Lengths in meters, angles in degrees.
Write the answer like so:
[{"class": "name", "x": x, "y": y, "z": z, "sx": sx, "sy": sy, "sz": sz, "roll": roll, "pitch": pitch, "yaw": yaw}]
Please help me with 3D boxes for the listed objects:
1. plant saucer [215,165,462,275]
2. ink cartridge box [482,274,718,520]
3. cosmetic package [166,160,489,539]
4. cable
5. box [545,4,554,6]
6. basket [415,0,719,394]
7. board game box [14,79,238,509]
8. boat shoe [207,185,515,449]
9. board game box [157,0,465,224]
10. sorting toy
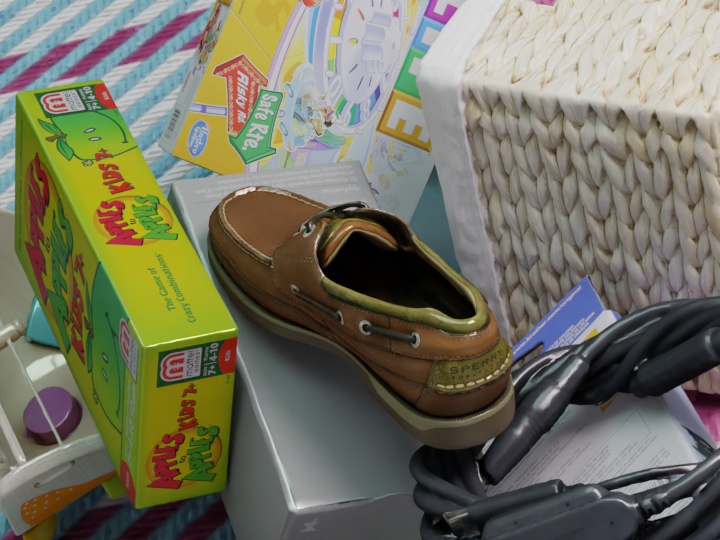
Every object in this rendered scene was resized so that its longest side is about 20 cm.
[{"class": "plant saucer", "x": -0.024, "y": -0.006, "z": 1.449, "sx": 0.199, "sy": 0.027, "sz": 0.201, "roll": -12, "pitch": 38, "yaw": 9}, {"class": "ink cartridge box", "x": 0.107, "y": 0.103, "z": 1.207, "sx": 0.119, "sy": 0.042, "sz": 0.200, "roll": -48, "pitch": 36, "yaw": 17}, {"class": "cosmetic package", "x": -0.024, "y": 0.050, "z": 1.264, "sx": 0.106, "sy": 0.090, "sz": 0.201, "roll": -5, "pitch": 56, "yaw": -21}, {"class": "cable", "x": 0.116, "y": 0.071, "z": 1.127, "sx": 0.199, "sy": 0.051, "sz": 0.163, "roll": -24, "pitch": 22, "yaw": 16}, {"class": "box", "x": 0.030, "y": -0.115, "z": 1.518, "sx": 0.199, "sy": 0.049, "sz": 0.117, "roll": -2, "pitch": 22, "yaw": 24}, {"class": "basket", "x": 0.150, "y": -0.072, "z": 1.313, "sx": 0.160, "sy": 0.201, "sz": 0.198, "roll": 8, "pitch": 44, "yaw": 29}, {"class": "board game box", "x": -0.117, "y": 0.008, "z": 1.266, "sx": 0.047, "sy": 0.102, "sz": 0.200, "roll": -11, "pitch": 42, "yaw": -20}, {"class": "boat shoe", "x": 0.000, "y": 0.000, "z": 1.176, "sx": 0.072, "sy": 0.068, "sz": 0.200, "roll": -30, "pitch": 43, "yaw": -28}, {"class": "board game box", "x": -0.003, "y": -0.130, "z": 1.343, "sx": 0.201, "sy": 0.134, "sz": 0.034, "roll": -68, "pitch": 20, "yaw": 5}, {"class": "sorting toy", "x": -0.124, "y": 0.040, "z": 1.361, "sx": 0.179, "sy": 0.107, "sz": 0.200, "roll": -25, "pitch": 46, "yaw": -8}]
